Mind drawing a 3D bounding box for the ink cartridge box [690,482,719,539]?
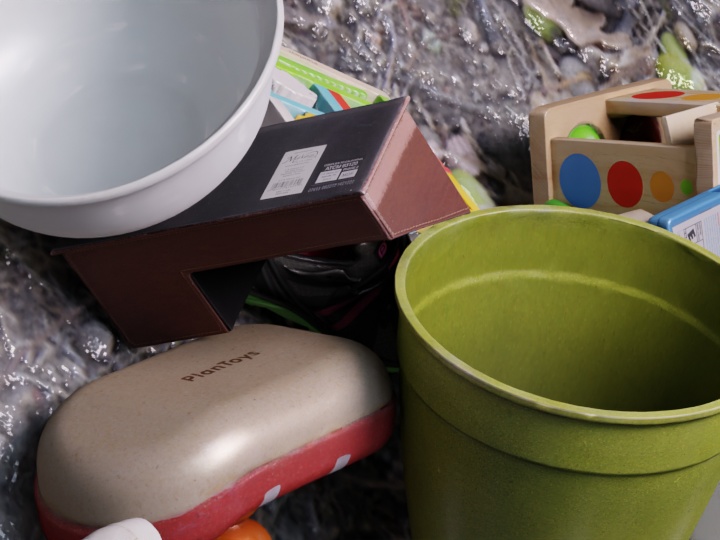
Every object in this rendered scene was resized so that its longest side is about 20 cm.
[{"bbox_3d":[0.296,0.141,1.649,0.200,0.147,0.145,-33,111,-57],"label":"ink cartridge box"}]

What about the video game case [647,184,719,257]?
[{"bbox_3d":[0.240,0.010,1.612,0.200,0.018,0.144,-24,111,-42],"label":"video game case"}]

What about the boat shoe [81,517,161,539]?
[{"bbox_3d":[-0.099,0.213,1.333,0.070,0.071,0.201,-31,114,-47],"label":"boat shoe"}]

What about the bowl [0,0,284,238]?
[{"bbox_3d":[-0.127,-0.086,1.396,0.091,0.200,0.202,73,25,-51],"label":"bowl"}]

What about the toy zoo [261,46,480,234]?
[{"bbox_3d":[-0.006,-0.070,1.542,0.131,0.021,0.200,22,19,-32],"label":"toy zoo"}]

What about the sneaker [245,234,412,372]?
[{"bbox_3d":[0.000,0.000,1.549,0.199,0.084,0.077,20,58,-33],"label":"sneaker"}]

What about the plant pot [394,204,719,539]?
[{"bbox_3d":[0.103,0.100,1.471,0.199,0.194,0.201,7,30,-4],"label":"plant pot"}]

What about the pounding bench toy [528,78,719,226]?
[{"bbox_3d":[0.164,-0.036,1.652,0.199,0.155,0.125,-16,107,-44],"label":"pounding bench toy"}]

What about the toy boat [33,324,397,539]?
[{"bbox_3d":[-0.073,0.113,1.423,0.200,0.130,0.132,-22,113,-45],"label":"toy boat"}]

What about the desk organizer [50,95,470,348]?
[{"bbox_3d":[-0.051,-0.021,1.428,0.077,0.199,0.072,56,41,-31],"label":"desk organizer"}]
